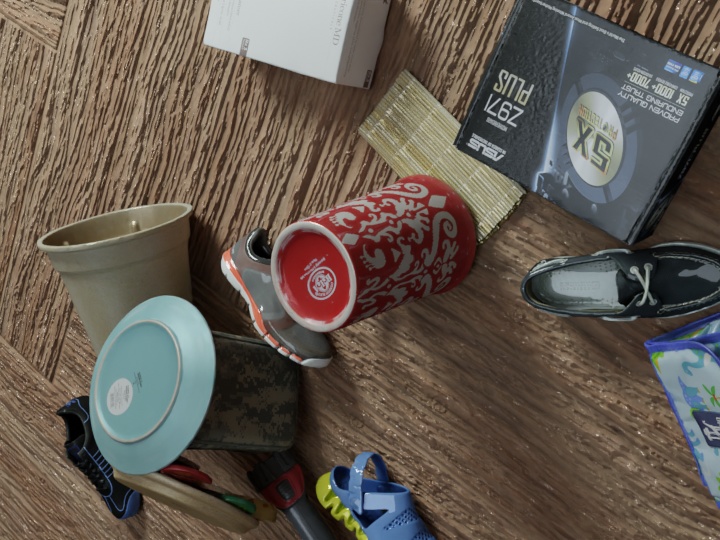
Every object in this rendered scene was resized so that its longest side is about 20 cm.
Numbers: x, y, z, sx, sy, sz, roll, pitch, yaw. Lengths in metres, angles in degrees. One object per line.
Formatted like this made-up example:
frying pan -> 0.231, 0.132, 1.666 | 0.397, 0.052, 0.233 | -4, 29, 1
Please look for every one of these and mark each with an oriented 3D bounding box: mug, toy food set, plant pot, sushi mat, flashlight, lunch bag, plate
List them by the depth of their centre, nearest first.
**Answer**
lunch bag -> 0.361, 0.111, 0.680 | 0.199, 0.127, 0.171 | -27, 86, 47
mug -> 0.009, 0.003, 0.828 | 0.133, 0.199, 0.179 | 29, 119, 28
sushi mat -> 0.085, -0.119, 0.876 | 0.200, 0.012, 0.096 | 49, 119, 17
plate -> -0.242, 0.124, 0.892 | 0.198, 0.026, 0.202 | -11, 68, 30
toy food set -> -0.204, 0.259, 0.951 | 0.198, 0.198, 0.049 | 14, 66, 23
lunch bag -> -0.198, 0.154, 0.988 | 0.167, 0.199, 0.141 | -13, 71, 37
flashlight -> -0.064, 0.322, 1.020 | 0.201, 0.068, 0.068 | 54, 129, 7
plant pot -> -0.300, 0.026, 1.059 | 0.199, 0.200, 0.185 | 1, 110, 32

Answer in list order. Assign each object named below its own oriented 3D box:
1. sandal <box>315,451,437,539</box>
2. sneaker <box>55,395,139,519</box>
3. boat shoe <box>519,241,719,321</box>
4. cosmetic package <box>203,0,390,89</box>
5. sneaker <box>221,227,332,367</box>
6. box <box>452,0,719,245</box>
sandal -> 0.035, 0.290, 0.941 | 0.200, 0.079, 0.088 | 39, 113, 20
sneaker -> -0.404, 0.290, 1.219 | 0.070, 0.078, 0.202 | -24, 84, 33
boat shoe -> 0.251, 0.015, 0.763 | 0.198, 0.060, 0.076 | -9, 93, 33
cosmetic package -> -0.073, -0.285, 0.910 | 0.199, 0.081, 0.114 | 21, 107, 29
sneaker -> -0.094, 0.029, 0.982 | 0.200, 0.077, 0.082 | 49, 113, 16
box -> 0.213, -0.146, 0.746 | 0.199, 0.086, 0.165 | 34, 115, 23
